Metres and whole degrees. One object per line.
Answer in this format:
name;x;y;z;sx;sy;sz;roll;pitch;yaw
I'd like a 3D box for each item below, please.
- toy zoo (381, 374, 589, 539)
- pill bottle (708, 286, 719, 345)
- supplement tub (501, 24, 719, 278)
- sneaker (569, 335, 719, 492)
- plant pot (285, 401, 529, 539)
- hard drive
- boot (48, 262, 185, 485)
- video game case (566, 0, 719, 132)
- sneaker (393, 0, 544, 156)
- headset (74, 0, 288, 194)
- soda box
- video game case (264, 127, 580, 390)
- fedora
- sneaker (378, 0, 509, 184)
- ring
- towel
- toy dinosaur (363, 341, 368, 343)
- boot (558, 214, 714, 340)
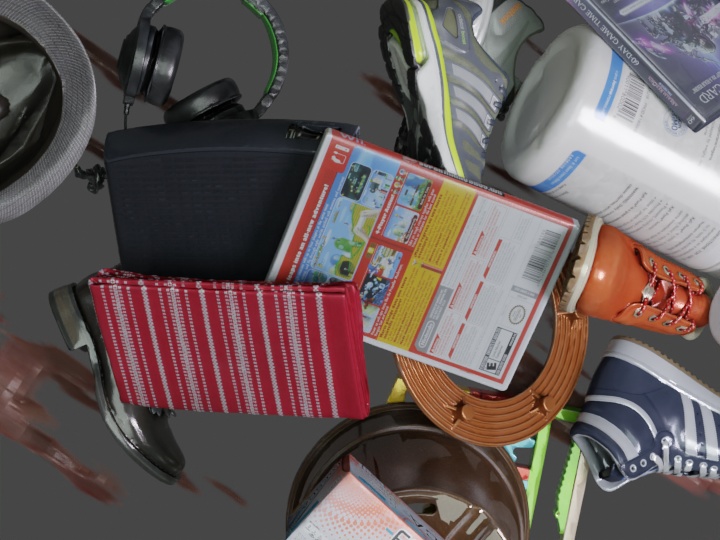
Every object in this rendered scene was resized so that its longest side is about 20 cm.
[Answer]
toy zoo;0.084;0.161;1.589;0.199;0.020;0.132;11;97;-3
pill bottle;0.356;0.073;1.501;0.111;0.111;0.200;-49;125;4
supplement tub;0.221;-0.090;1.493;0.200;0.132;0.132;26;95;-16
sneaker;0.260;0.148;1.550;0.200;0.070;0.109;33;69;2
plant pot;0.039;0.218;1.485;0.200;0.198;0.201;0;98;0
hard drive;-0.094;-0.044;1.466;0.199;0.042;0.135;0;112;14
boot;-0.136;0.051;1.548;0.174;0.069;0.200;-28;94;2
video game case;0.220;-0.201;1.478;0.200;0.143;0.019;48;131;9
sneaker;0.080;-0.128;1.533;0.079;0.074;0.201;24;95;-9
headset;-0.145;-0.139;1.538;0.123;0.094;0.200;42;79;-6
soda box;0.041;0.221;1.355;0.200;0.064;0.068;42;94;-4
video game case;0.042;-0.006;1.431;0.199;0.017;0.143;20;110;-9
fedora;-0.291;-0.131;1.513;0.177;0.090;0.200;42;100;-4
sneaker;0.078;-0.114;1.463;0.081;0.074;0.201;-15;96;-18
ring;0.106;0.037;1.521;0.200;0.019;0.201;5;82;-34
towel;-0.093;0.056;1.452;0.199;0.023;0.145;3;136;10
toy dinosaur;0.000;0.000;1.541;0.077;0.102;0.201;-13;107;-17
boot;0.212;0.011;1.472;0.107;0.200;0.075;19;92;19
